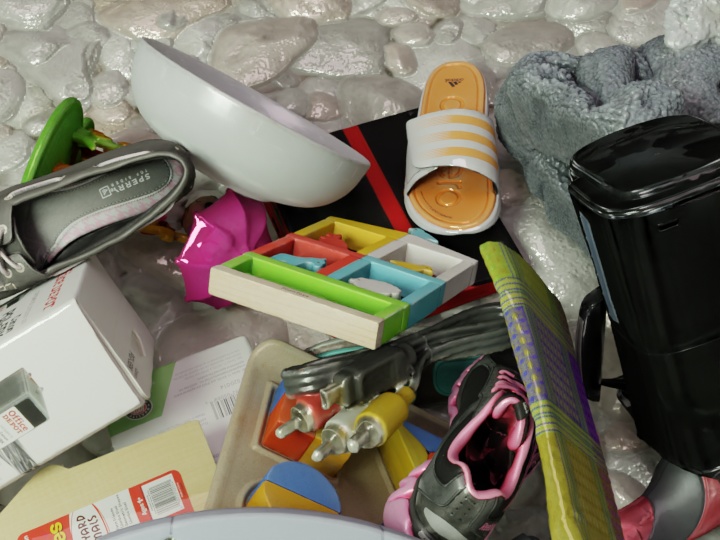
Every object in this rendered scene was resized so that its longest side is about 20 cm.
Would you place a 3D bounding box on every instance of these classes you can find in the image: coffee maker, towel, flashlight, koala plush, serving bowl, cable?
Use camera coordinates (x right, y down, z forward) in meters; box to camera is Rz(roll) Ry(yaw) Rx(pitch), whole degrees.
[{"bbox_3d":[0.225,0.016,0.717,0.134,0.201,0.192,-32,27,-23],"label":"coffee maker"},{"bbox_3d":[0.121,0.091,0.686,0.023,0.144,0.202,-20,64,19],"label":"towel"},{"bbox_3d":[0.172,0.171,0.751,0.198,0.068,0.068,-22,58,-14],"label":"flashlight"},{"bbox_3d":[0.230,-0.132,0.902,0.199,0.178,0.184,-32,48,-15],"label":"koala plush"},{"bbox_3d":[-0.093,-0.102,0.861,0.199,0.200,0.066,33,98,22],"label":"serving bowl"},{"bbox_3d":[0.027,0.068,0.735,0.097,0.051,0.199,6,18,44],"label":"cable"}]

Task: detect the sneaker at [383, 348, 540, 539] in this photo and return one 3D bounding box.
[{"bbox_3d":[0.089,0.101,0.713,0.079,0.096,0.200,32,42,4],"label":"sneaker"}]

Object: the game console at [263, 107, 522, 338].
[{"bbox_3d":[0.020,-0.043,0.932,0.175,0.031,0.201,-16,57,-15],"label":"game console"}]

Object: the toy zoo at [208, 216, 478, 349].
[{"bbox_3d":[0.000,0.000,0.811,0.130,0.021,0.200,17,22,23],"label":"toy zoo"}]

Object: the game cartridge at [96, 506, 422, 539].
[{"bbox_3d":[-0.050,0.200,0.621,0.198,0.040,0.135,5,88,-8],"label":"game cartridge"}]

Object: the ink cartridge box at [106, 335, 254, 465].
[{"bbox_3d":[-0.093,0.158,0.767,0.116,0.068,0.201,-20,57,-10],"label":"ink cartridge box"}]

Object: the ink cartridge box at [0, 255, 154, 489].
[{"bbox_3d":[-0.245,0.082,0.746,0.199,0.083,0.147,-31,16,-2],"label":"ink cartridge box"}]

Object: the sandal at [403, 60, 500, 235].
[{"bbox_3d":[0.072,-0.117,0.926,0.078,0.059,0.208,-4,50,7],"label":"sandal"}]

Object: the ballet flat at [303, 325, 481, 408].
[{"bbox_3d":[0.046,0.068,0.840,0.198,0.068,0.064,-1,28,0],"label":"ballet flat"}]

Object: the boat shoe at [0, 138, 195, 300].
[{"bbox_3d":[-0.204,-0.035,0.760,0.199,0.057,0.067,-28,101,-12],"label":"boat shoe"}]

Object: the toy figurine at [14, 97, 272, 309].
[{"bbox_3d":[-0.158,-0.040,0.887,0.182,0.151,0.200,19,17,-5],"label":"toy figurine"}]

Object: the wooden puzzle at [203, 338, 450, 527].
[{"bbox_3d":[-0.002,0.145,0.718,0.184,0.046,0.201,27,40,-12],"label":"wooden puzzle"}]

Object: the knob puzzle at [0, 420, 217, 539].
[{"bbox_3d":[-0.159,0.209,0.677,0.217,0.031,0.221,-1,60,1],"label":"knob puzzle"}]
